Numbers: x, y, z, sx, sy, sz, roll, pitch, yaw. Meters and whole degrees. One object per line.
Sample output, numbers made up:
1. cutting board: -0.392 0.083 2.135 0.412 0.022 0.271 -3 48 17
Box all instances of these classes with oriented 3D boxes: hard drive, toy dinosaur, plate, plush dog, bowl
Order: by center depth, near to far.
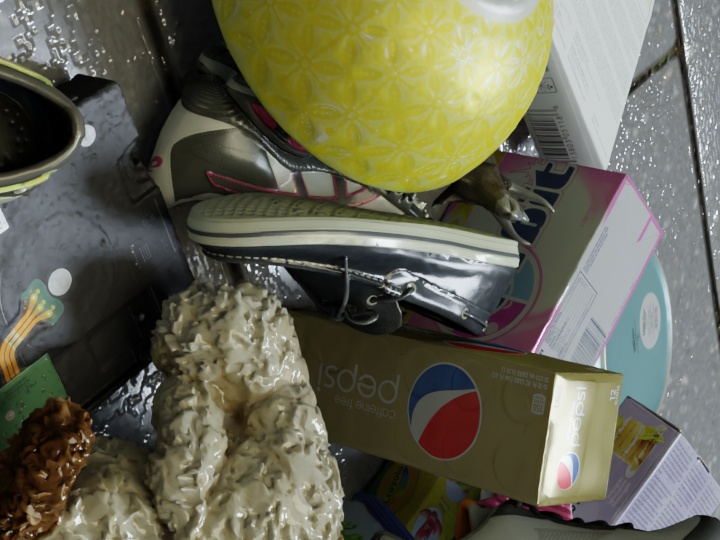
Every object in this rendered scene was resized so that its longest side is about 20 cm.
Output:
1. hard drive: -0.170 0.019 0.657 0.200 0.038 0.141 -42 129 -32
2. plush dog: -0.096 0.127 0.677 0.170 0.161 0.201 -13 133 -21
3. bowl: 0.034 -0.149 0.710 0.199 0.107 0.202 18 60 -35
4. toy dinosaur: 0.040 -0.112 0.829 0.102 0.077 0.202 22 54 -51
5. plate: 0.189 0.049 1.024 0.200 0.025 0.202 -1 91 -58

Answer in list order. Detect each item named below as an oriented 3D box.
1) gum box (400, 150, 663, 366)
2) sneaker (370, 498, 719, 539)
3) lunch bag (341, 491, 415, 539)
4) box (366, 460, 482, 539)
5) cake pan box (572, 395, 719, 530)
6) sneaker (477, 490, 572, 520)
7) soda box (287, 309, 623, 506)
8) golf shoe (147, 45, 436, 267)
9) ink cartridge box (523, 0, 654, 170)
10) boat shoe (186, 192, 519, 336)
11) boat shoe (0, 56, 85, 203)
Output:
1. gum box: 0.085 0.031 0.878 0.066 0.113 0.201 47 67 -43
2. sneaker: 0.095 0.145 0.714 0.198 0.074 0.080 -9 73 -20
3. lunch bag: 0.007 0.244 0.810 0.082 0.161 0.202 -12 117 -22
4. box: 0.071 0.140 0.947 0.201 0.048 0.118 -54 135 -24
5. cake pan box: 0.175 0.200 1.017 0.185 0.052 0.200 -52 149 -2
6. sneaker: 0.085 0.179 0.842 0.200 0.073 0.088 -43 154 -80
7. soda box: 0.038 0.069 0.774 0.064 0.199 0.068 4 95 -47
8. golf shoe: -0.033 -0.040 0.775 0.200 0.077 0.088 35 93 -42
9. ink cartridge box: 0.140 -0.190 0.927 0.163 0.050 0.201 58 41 -46
10. boat shoe: 0.000 0.000 0.722 0.199 0.074 0.063 9 98 -41
11. boat shoe: -0.205 -0.063 0.553 0.200 0.060 0.073 4 83 -36
